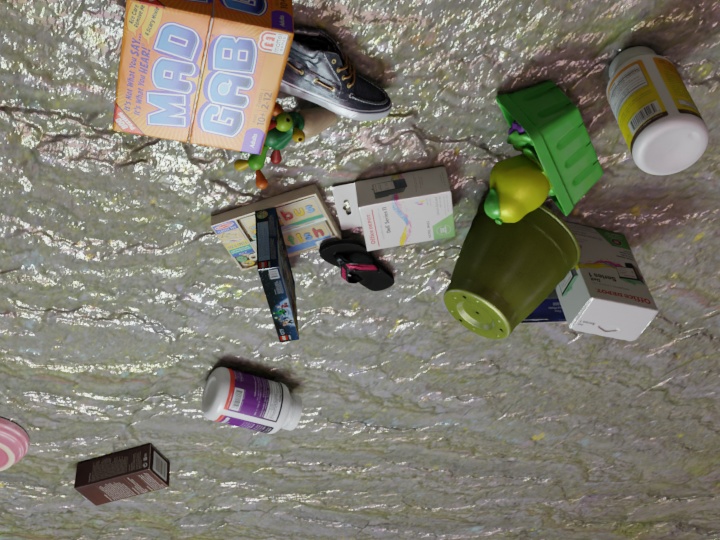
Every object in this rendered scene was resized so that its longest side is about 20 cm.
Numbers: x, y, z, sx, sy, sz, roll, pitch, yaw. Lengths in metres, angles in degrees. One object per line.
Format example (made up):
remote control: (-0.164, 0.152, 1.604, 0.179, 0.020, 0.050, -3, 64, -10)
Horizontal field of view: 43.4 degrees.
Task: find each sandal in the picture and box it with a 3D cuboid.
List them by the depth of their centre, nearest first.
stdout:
sandal: (0.000, 0.000, 1.667, 0.075, 0.045, 0.200, -24, 143, 26)

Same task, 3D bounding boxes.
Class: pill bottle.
pill bottle: (0.434, -0.244, 1.347, 0.109, 0.201, 0.110, -4, 139, -3)
pill bottle: (-0.228, 0.280, 1.921, 0.199, 0.113, 0.113, 19, 133, -27)

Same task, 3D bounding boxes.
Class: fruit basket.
fruit basket: (0.268, -0.168, 1.443, 0.215, 0.156, 0.216, -12, 133, -14)

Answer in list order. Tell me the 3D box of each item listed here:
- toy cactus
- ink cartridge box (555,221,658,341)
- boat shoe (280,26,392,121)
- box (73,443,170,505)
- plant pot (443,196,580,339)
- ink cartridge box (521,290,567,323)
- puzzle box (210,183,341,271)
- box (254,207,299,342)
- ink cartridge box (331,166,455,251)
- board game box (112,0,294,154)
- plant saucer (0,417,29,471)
toy cactus: (-0.111, -0.207, 1.385, 0.164, 0.103, 0.200, -23, 170, -19)
ink cartridge box: (0.430, 0.018, 1.639, 0.144, 0.201, 0.084, 11, 132, -19)
boat shoe: (-0.033, -0.288, 1.333, 0.199, 0.071, 0.091, 14, 139, -19)
box: (-0.561, 0.484, 2.141, 0.199, 0.075, 0.100, -17, 138, 9)
plant pot: (0.243, 0.007, 1.549, 0.200, 0.193, 0.201, 29, 156, 15)
ink cartridge box: (0.309, 0.066, 1.708, 0.195, 0.200, 0.044, -1, 94, -6)
puzzle box: (-0.147, -0.073, 1.598, 0.199, 0.026, 0.133, -17, 137, 11)
box: (-0.144, 0.010, 1.570, 0.037, 0.137, 0.200, -9, 138, 0)
ink cartridge box: (0.058, -0.101, 1.560, 0.199, 0.068, 0.117, -10, 139, 4)
board game box: (-0.208, -0.306, 1.195, 0.199, 0.201, 0.200, 7, 137, -15)
plant saucer: (-0.845, 0.394, 2.017, 0.199, 0.051, 0.201, -4, 139, -3)
